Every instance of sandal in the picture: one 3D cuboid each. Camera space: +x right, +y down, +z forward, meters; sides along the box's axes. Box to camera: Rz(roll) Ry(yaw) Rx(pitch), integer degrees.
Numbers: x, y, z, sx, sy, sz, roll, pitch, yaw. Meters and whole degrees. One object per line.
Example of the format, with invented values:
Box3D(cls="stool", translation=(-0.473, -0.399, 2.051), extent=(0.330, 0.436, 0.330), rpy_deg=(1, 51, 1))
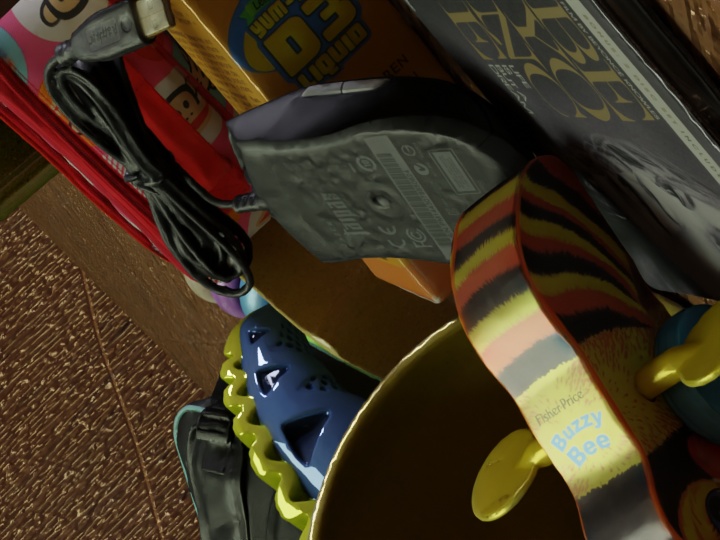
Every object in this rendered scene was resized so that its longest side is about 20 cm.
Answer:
Box3D(cls="sandal", translation=(0.009, 0.094, 1.245), extent=(0.201, 0.087, 0.079), rpy_deg=(59, -169, 22))

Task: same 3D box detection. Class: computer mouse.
Box3D(cls="computer mouse", translation=(-0.022, -0.059, 1.043), extent=(0.199, 0.046, 0.141), rpy_deg=(-8, 131, 45))

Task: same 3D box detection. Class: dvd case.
Box3D(cls="dvd case", translation=(0.086, -0.043, 0.931), extent=(0.149, 0.016, 0.200), rpy_deg=(49, 172, -13))

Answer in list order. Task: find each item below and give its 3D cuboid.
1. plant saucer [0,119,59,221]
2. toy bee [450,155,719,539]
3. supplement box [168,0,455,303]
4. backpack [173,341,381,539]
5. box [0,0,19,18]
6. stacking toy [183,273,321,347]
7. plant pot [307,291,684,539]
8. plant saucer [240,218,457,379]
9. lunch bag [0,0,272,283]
Box3D(cls="plant saucer", translation=(-0.204, -0.088, 1.280), extent=(0.048, 0.200, 0.201), rpy_deg=(4, 126, 39))
Box3D(cls="toy bee", translation=(0.098, 0.059, 0.941), extent=(0.199, 0.109, 0.131), rpy_deg=(33, 128, 9))
Box3D(cls="supplement box", translation=(-0.019, -0.082, 1.109), extent=(0.200, 0.067, 0.069), rpy_deg=(49, 172, -20))
Box3D(cls="backpack", translation=(0.007, 0.146, 1.452), extent=(0.175, 0.153, 0.201), rpy_deg=(20, 124, 40))
Box3D(cls="box", translation=(-0.167, -0.204, 0.915), extent=(0.200, 0.164, 0.166), rpy_deg=(40, 169, 38))
Box3D(cls="stacking toy", translation=(-0.005, 0.025, 1.551), extent=(0.200, 0.085, 0.085), rpy_deg=(37, 169, 33))
Box3D(cls="plant pot", translation=(0.099, 0.124, 1.124), extent=(0.200, 0.200, 0.142), rpy_deg=(39, 180, 42))
Box3D(cls="plant saucer", translation=(0.000, 0.000, 1.345), extent=(0.200, 0.049, 0.200), rpy_deg=(28, -171, -47))
Box3D(cls="lunch bag", translation=(-0.112, -0.085, 1.212), extent=(0.200, 0.082, 0.176), rpy_deg=(46, 180, -44))
